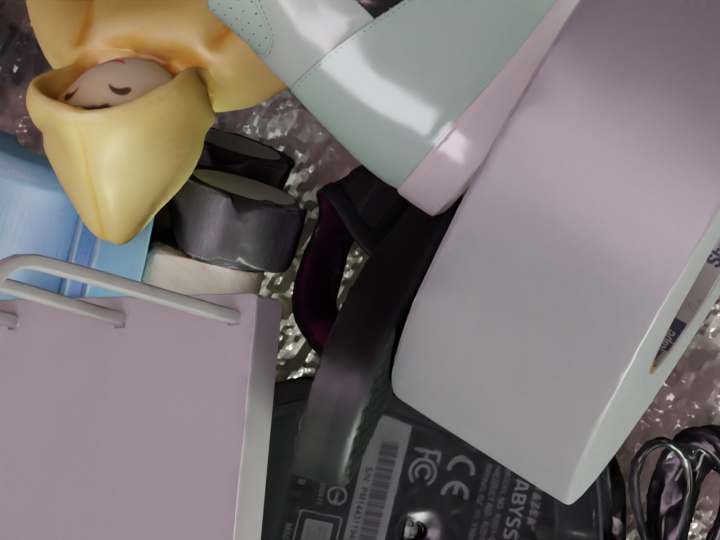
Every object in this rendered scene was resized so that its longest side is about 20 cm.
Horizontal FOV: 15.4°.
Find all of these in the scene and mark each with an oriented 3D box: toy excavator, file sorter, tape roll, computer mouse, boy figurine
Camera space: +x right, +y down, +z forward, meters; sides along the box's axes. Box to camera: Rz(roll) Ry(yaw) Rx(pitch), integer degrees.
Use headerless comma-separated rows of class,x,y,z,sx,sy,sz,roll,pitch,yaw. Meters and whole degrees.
toy excavator,-0.132,-0.020,0.944,0.200,0.194,0.100,15,102,-10
file sorter,-0.144,0.068,0.807,0.200,0.124,0.139,-2,78,37
tape roll,0.089,-0.030,0.815,0.066,0.200,0.200,31,104,11
computer mouse,0.029,0.094,0.900,0.200,0.053,0.139,18,91,-16
boy figurine,-0.061,-0.096,0.881,0.124,0.200,0.064,10,142,20

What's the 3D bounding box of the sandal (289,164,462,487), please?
sandal,0.000,-0.001,0.851,0.048,0.200,0.075,18,113,5

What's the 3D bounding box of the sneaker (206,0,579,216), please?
sneaker,0.036,-0.126,0.841,0.118,0.074,0.200,39,64,-3
